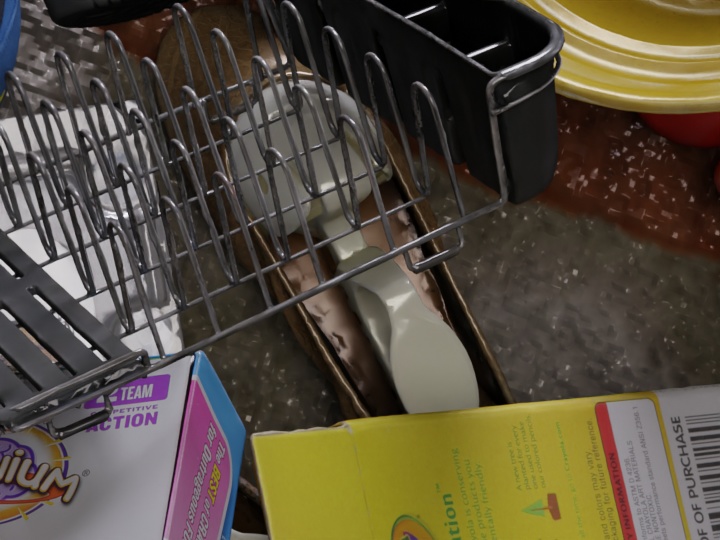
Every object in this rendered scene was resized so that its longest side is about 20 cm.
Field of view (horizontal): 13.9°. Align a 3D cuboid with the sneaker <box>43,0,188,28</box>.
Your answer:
[{"bbox_3d":[-0.026,-0.156,0.955,0.199,0.060,0.105,-22,90,-18],"label":"sneaker"}]

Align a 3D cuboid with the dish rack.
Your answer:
[{"bbox_3d":[-0.054,-0.029,0.840,0.200,0.153,0.055,-25,121,-19],"label":"dish rack"}]

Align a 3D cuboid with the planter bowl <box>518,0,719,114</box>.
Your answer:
[{"bbox_3d":[0.106,-0.137,0.921,0.200,0.083,0.201,-3,79,13],"label":"planter bowl"}]

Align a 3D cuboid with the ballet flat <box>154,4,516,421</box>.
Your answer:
[{"bbox_3d":[0.000,0.000,0.935,0.068,0.072,0.201,-26,89,-11],"label":"ballet flat"}]

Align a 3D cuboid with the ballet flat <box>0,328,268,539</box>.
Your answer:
[{"bbox_3d":[-0.064,0.071,0.881,0.200,0.067,0.068,30,79,-7],"label":"ballet flat"}]

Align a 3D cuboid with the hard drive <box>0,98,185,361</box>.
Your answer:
[{"bbox_3d":[-0.120,0.055,0.925,0.139,0.038,0.201,-8,85,-12],"label":"hard drive"}]

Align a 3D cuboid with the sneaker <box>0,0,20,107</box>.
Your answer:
[{"bbox_3d":[-0.144,-0.140,0.907,0.066,0.078,0.201,-11,72,-10],"label":"sneaker"}]

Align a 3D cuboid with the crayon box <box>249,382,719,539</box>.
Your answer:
[{"bbox_3d":[0.046,0.103,0.864,0.199,0.051,0.127,-2,75,-39],"label":"crayon box"}]

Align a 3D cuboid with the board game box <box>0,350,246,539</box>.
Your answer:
[{"bbox_3d":[-0.117,0.118,0.778,0.152,0.040,0.200,-6,50,17],"label":"board game box"}]

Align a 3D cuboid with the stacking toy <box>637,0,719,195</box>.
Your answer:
[{"bbox_3d":[0.168,-0.018,0.971,0.085,0.085,0.200,-44,89,-12],"label":"stacking toy"}]
